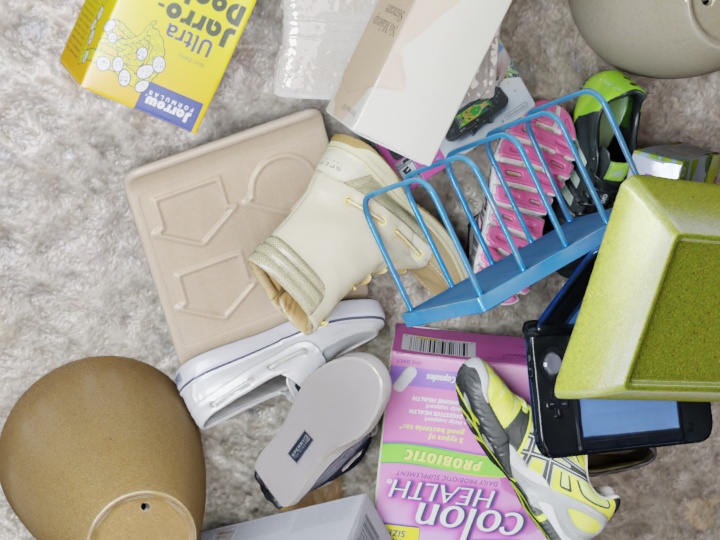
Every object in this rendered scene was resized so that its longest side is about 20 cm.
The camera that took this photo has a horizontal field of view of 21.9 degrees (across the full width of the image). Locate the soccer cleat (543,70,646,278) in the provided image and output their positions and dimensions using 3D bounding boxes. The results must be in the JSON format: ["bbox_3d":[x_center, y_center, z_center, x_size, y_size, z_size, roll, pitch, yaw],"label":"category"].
[{"bbox_3d":[0.217,-0.084,1.716,0.067,0.081,0.201,6,104,-20],"label":"soccer cleat"}]

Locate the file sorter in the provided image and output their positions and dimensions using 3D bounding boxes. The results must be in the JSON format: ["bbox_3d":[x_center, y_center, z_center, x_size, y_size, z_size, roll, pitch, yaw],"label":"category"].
[{"bbox_3d":[0.122,-0.054,1.568,0.200,0.139,0.123,-29,95,-26],"label":"file sorter"}]

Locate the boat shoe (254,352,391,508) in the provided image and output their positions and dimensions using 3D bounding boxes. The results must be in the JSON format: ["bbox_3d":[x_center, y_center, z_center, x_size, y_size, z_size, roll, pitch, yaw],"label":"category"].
[{"bbox_3d":[-0.015,0.131,1.666,0.093,0.075,0.200,-22,161,-48],"label":"boat shoe"}]

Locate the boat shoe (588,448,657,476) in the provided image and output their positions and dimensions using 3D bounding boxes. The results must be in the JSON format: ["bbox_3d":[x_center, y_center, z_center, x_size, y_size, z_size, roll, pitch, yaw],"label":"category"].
[{"bbox_3d":[0.191,0.165,1.791,0.199,0.065,0.074,-5,111,-13],"label":"boat shoe"}]

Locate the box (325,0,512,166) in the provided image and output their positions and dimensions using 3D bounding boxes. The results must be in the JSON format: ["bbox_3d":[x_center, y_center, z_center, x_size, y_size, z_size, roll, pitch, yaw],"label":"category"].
[{"bbox_3d":[0.057,-0.196,1.519,0.077,0.095,0.201,24,96,-20],"label":"box"}]

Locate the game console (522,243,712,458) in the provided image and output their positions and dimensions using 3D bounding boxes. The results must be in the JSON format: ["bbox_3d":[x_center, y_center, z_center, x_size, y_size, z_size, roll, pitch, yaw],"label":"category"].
[{"bbox_3d":[0.251,0.066,1.593,0.199,0.118,0.172,-2,84,-32],"label":"game console"}]

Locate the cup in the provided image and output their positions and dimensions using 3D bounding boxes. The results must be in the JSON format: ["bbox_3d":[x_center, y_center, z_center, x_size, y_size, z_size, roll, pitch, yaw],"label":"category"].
[{"bbox_3d":[0.304,-0.259,1.658,0.199,0.143,0.201,-5,108,-17],"label":"cup"}]

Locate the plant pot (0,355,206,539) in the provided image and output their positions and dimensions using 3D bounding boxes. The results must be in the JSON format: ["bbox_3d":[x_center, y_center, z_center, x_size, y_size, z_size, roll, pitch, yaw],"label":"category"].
[{"bbox_3d":[-0.206,0.193,1.598,0.185,0.200,0.187,-5,107,-18],"label":"plant pot"}]

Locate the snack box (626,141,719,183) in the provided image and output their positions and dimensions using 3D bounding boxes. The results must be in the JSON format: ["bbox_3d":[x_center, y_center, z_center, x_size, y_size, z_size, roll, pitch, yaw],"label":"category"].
[{"bbox_3d":[0.272,-0.015,1.728,0.142,0.053,0.201,-14,119,-62],"label":"snack box"}]

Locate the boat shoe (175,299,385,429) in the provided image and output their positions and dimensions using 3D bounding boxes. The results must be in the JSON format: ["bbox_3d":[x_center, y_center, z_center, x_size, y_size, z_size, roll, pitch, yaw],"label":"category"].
[{"bbox_3d":[-0.064,0.086,1.667,0.199,0.072,0.066,-18,67,-16],"label":"boat shoe"}]

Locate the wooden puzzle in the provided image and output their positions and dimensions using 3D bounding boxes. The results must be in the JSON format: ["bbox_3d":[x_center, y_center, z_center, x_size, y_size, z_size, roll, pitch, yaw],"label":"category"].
[{"bbox_3d":[-0.102,-0.032,1.650,0.184,0.046,0.201,-20,117,-12],"label":"wooden puzzle"}]

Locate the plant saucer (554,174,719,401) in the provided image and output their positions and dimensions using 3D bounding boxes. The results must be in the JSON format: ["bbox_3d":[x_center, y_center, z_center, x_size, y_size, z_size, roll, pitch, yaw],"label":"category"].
[{"bbox_3d":[0.276,0.028,1.547,0.199,0.048,0.201,4,111,-35],"label":"plant saucer"}]

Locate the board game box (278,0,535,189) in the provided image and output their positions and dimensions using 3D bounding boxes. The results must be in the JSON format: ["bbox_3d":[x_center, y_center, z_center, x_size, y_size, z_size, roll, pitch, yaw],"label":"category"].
[{"bbox_3d":[0.041,-0.192,1.636,0.147,0.064,0.200,-34,112,-6],"label":"board game box"}]

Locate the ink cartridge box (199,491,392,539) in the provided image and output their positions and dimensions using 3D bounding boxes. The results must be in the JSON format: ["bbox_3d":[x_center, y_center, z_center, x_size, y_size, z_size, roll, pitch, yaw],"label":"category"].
[{"bbox_3d":[-0.052,0.313,1.697,0.199,0.084,0.176,-16,116,25],"label":"ink cartridge box"}]

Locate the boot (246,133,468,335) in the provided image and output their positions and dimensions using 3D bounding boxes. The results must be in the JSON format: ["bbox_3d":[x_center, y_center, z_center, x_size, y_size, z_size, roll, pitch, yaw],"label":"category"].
[{"bbox_3d":[0.000,0.000,1.626,0.156,0.073,0.200,-54,127,-18],"label":"boot"}]

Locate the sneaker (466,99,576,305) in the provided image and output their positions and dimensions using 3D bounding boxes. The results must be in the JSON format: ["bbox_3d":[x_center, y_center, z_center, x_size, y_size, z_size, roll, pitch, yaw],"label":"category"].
[{"bbox_3d":[0.140,-0.060,1.708,0.073,0.087,0.201,18,78,-10],"label":"sneaker"}]

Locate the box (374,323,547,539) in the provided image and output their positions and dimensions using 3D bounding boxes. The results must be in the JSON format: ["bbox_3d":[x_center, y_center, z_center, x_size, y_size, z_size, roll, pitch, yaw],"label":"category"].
[{"bbox_3d":[0.106,0.165,1.715,0.175,0.097,0.201,7,105,2],"label":"box"}]

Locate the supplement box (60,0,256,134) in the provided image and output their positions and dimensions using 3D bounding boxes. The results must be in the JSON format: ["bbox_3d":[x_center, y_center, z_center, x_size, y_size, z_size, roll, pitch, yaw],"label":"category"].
[{"bbox_3d":[-0.154,-0.232,1.533,0.108,0.110,0.201,21,99,-23],"label":"supplement box"}]

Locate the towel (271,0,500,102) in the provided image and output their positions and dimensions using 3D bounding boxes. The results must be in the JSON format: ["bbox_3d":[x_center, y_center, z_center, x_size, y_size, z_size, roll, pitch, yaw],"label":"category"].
[{"bbox_3d":[0.026,-0.209,1.574,0.199,0.034,0.133,1,104,-17],"label":"towel"}]

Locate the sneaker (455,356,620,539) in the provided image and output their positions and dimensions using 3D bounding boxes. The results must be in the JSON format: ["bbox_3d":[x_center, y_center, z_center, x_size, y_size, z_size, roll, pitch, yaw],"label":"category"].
[{"bbox_3d":[0.153,0.153,1.632,0.076,0.075,0.200,-35,105,-5],"label":"sneaker"}]
